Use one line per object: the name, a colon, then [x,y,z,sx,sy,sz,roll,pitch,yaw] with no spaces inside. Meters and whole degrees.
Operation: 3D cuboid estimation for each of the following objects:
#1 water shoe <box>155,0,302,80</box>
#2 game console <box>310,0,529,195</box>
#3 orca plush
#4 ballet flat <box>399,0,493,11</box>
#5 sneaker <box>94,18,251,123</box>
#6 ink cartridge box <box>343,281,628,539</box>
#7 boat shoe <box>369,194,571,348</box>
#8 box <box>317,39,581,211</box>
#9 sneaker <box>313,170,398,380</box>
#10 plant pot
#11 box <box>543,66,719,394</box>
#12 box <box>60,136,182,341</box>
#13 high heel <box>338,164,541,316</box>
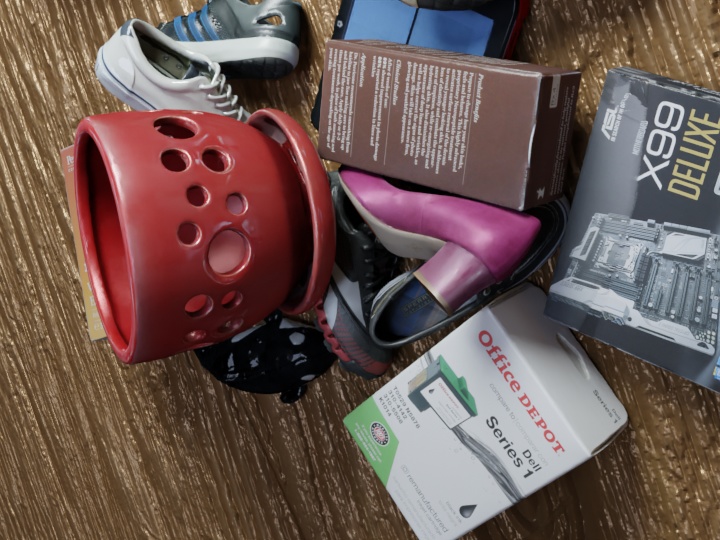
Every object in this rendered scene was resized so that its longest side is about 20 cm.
water shoe: [-0.134,-0.229,0.948,0.199,0.071,0.080,10,85,32]
game console: [0.043,-0.181,0.840,0.176,0.031,0.201,32,118,26]
orca plush: [-0.121,0.086,1.006,0.199,0.071,0.106,13,109,34]
ballet flat: [0.111,-0.238,0.729,0.198,0.057,0.067,-6,77,22]
sneaker: [-0.146,-0.154,0.907,0.199,0.073,0.071,30,139,-21]
ink cartridge box: [0.102,0.127,0.843,0.200,0.084,0.147,-43,76,36]
boat shoe: [0.085,0.002,0.809,0.199,0.066,0.070,-31,100,23]
box: [0.064,-0.121,0.776,0.199,0.075,0.101,20,112,35]
sneaker: [0.000,0.000,0.893,0.097,0.071,0.202,-14,92,40]
plant pot: [-0.131,-0.037,0.825,0.200,0.181,0.202,33,129,55]
box: [0.234,-0.032,0.724,0.157,0.050,0.202,25,116,30]
box: [-0.202,-0.042,0.995,0.151,0.106,0.202,-14,86,38]
high heel: [0.057,-0.050,0.787,0.096,0.067,0.200,-39,50,-1]
